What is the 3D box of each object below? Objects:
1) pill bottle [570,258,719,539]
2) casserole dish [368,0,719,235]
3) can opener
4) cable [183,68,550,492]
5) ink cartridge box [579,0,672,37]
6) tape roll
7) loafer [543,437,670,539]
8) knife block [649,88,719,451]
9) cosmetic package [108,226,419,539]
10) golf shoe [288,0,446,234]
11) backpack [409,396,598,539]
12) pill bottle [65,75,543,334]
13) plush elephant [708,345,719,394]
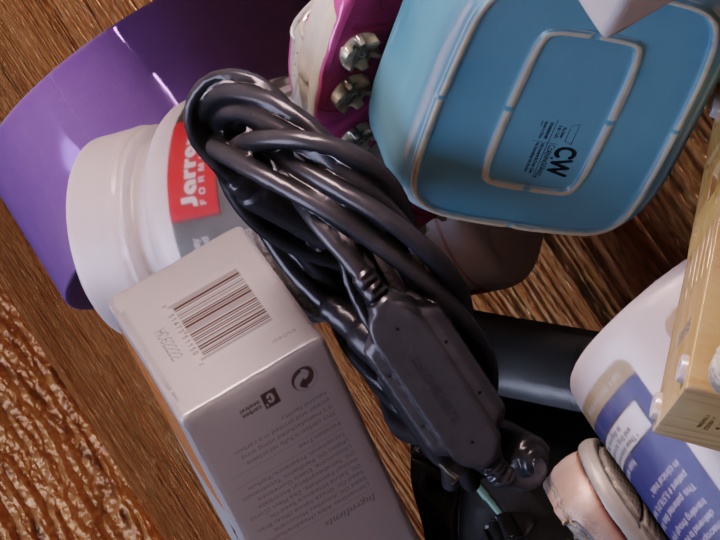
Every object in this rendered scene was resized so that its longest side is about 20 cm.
[{"bbox_3d":[0.175,0.090,1.110,0.200,0.111,0.111,56,166,18],"label":"pill bottle"},{"bbox_3d":[0.072,-0.070,1.082,0.200,0.121,0.039,112,163,-56],"label":"casserole dish"},{"bbox_3d":[0.100,0.032,1.274,0.199,0.053,0.067,4,90,38],"label":"can opener"},{"bbox_3d":[0.000,0.000,1.166,0.200,0.051,0.163,54,175,-15],"label":"cable"},{"bbox_3d":[0.068,-0.196,0.946,0.200,0.084,0.146,58,166,10],"label":"ink cartridge box"},{"bbox_3d":[-0.088,-0.069,1.547,0.085,0.200,0.200,58,167,11],"label":"tape roll"},{"bbox_3d":[0.119,0.141,1.197,0.200,0.063,0.072,46,-163,-42],"label":"loafer"},{"bbox_3d":[0.197,0.025,1.037,0.175,0.201,0.064,14,162,-2],"label":"knife block"},{"bbox_3d":[-0.030,0.092,1.318,0.101,0.071,0.200,52,170,53],"label":"cosmetic package"},{"bbox_3d":[-0.002,-0.083,1.189,0.092,0.075,0.200,55,167,24],"label":"golf shoe"},{"bbox_3d":[0.119,0.151,1.357,0.176,0.153,0.201,45,152,50],"label":"backpack"},{"bbox_3d":[-0.027,-0.032,1.362,0.114,0.199,0.114,35,-131,-56],"label":"pill bottle"},{"bbox_3d":[0.179,0.048,0.905,0.201,0.154,0.165,60,167,-1],"label":"plush elephant"}]
